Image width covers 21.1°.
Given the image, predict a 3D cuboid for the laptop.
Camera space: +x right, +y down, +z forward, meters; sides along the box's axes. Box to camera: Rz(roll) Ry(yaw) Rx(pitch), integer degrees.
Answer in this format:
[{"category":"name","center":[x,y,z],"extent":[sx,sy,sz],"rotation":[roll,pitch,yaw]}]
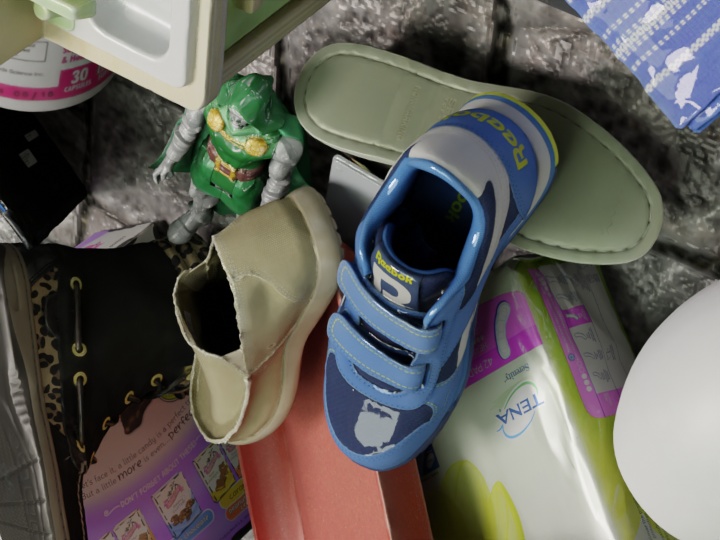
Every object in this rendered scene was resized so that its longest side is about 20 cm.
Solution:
[{"category":"laptop","center":[-0.266,-0.084,1.114],"extent":[0.103,0.177,0.201],"rotation":[-34,99,8]}]

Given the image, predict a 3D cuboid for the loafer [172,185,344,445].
[{"category":"loafer","center":[-0.067,0.027,1.027],"extent":[0.201,0.068,0.076],"rotation":[113,142,-49]}]

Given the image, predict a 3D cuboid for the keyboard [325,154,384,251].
[{"category":"keyboard","center":[0.000,0.000,1.046],"extent":[0.056,0.011,0.200],"rotation":[36,155,11]}]

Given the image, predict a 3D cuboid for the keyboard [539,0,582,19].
[{"category":"keyboard","center":[0.087,-0.176,0.880],"extent":[0.199,0.021,0.128],"rotation":[26,134,22]}]

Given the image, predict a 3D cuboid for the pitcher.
[{"category":"pitcher","center":[0.227,0.058,0.879],"extent":[0.171,0.122,0.200],"rotation":[38,128,-9]}]

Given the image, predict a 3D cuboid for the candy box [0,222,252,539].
[{"category":"candy box","center":[-0.156,0.100,1.179],"extent":[0.071,0.168,0.201],"rotation":[-6,116,50]}]

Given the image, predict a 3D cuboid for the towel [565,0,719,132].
[{"category":"towel","center":[0.116,-0.166,0.831],"extent":[0.200,0.024,0.145],"rotation":[46,139,1]}]

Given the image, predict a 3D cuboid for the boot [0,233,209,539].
[{"category":"boot","center":[-0.141,0.075,1.102],"extent":[0.073,0.150,0.202],"rotation":[-14,87,51]}]

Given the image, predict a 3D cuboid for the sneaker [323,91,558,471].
[{"category":"sneaker","center":[0.022,0.012,0.909],"extent":[0.074,0.082,0.201],"rotation":[28,117,17]}]

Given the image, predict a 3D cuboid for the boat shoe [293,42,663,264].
[{"category":"boat shoe","center":[0.064,-0.057,0.960],"extent":[0.200,0.061,0.072],"rotation":[27,90,21]}]

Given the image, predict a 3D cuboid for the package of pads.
[{"category":"package of pads","center":[0.091,0.103,1.002],"extent":[0.154,0.068,0.202],"rotation":[-34,72,48]}]

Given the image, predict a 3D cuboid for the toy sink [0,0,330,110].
[{"category":"toy sink","center":[-0.087,-0.164,0.899],"extent":[0.111,0.200,0.131],"rotation":[27,134,21]}]

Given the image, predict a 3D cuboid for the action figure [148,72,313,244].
[{"category":"action figure","center":[-0.067,-0.055,1.032],"extent":[0.117,0.055,0.200],"rotation":[30,157,4]}]

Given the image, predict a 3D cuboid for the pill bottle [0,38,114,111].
[{"category":"pill bottle","center":[-0.167,-0.192,1.010],"extent":[0.113,0.113,0.201],"rotation":[34,137,15]}]

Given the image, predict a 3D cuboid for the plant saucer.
[{"category":"plant saucer","center":[-0.019,0.097,1.068],"extent":[0.200,0.036,0.201],"rotation":[146,115,-63]}]
